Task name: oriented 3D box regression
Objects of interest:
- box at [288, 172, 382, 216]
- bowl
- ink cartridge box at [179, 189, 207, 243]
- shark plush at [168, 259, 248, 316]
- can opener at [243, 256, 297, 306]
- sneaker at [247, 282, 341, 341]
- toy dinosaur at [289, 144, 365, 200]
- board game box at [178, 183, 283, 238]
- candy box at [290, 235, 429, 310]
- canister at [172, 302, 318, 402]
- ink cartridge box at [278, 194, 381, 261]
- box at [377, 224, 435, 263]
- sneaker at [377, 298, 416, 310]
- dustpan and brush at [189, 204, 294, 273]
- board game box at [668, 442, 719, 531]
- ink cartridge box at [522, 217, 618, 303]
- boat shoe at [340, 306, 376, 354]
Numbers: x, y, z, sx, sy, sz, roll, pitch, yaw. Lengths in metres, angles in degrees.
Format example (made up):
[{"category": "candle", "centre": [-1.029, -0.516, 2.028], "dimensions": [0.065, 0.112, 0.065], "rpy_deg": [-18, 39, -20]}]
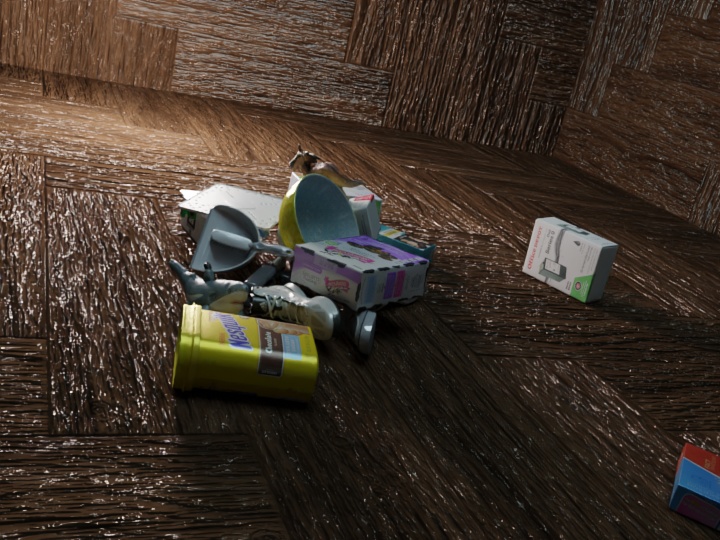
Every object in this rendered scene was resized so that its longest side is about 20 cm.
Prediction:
[{"category": "box", "centre": [-0.070, -0.170, 2.034], "dimensions": [0.196, 0.099, 0.176], "rpy_deg": [6, 18, -24]}, {"category": "bowl", "centre": [-0.101, -0.078, 1.582], "dimensions": [0.106, 0.204, 0.199], "rpy_deg": [-20, -2, 33]}, {"category": "ink cartridge box", "centre": [-0.317, -0.109, 1.731], "dimensions": [0.114, 0.068, 0.200], "rpy_deg": [0, 24, -32]}, {"category": "shark plush", "centre": [-0.257, 0.026, 1.366], "dimensions": [0.089, 0.085, 0.199], "rpy_deg": [-1, 24, -36]}, {"category": "can opener", "centre": [-0.167, 0.016, 1.502], "dimensions": [0.065, 0.054, 0.200], "rpy_deg": [13, 19, 14]}, {"category": "sneaker", "centre": [-0.123, 0.075, 1.346], "dimensions": [0.114, 0.077, 0.199], "rpy_deg": [-3, 16, -37]}, {"category": "toy dinosaur", "centre": [-0.085, -0.207, 1.725], "dimensions": [0.197, 0.138, 0.085], "rpy_deg": [3, 20, 44]}, {"category": "board game box", "centre": [-0.252, -0.128, 1.671], "dimensions": [0.196, 0.026, 0.200], "rpy_deg": [14, 23, 10]}, {"category": "candy box", "centre": [0.000, 0.000, 1.443], "dimensions": [0.166, 0.073, 0.198], "rpy_deg": [23, 20, 36]}, {"category": "canister", "centre": [-0.167, 0.122, 1.159], "dimensions": [0.196, 0.088, 0.149], "rpy_deg": [10, 19, -15]}, {"category": "ink cartridge box", "centre": [-0.063, -0.095, 1.733], "dimensions": [0.196, 0.085, 0.145], "rpy_deg": [-10, 15, 11]}, {"category": "box", "centre": [0.074, -0.065, 1.908], "dimensions": [0.197, 0.050, 0.082], "rpy_deg": [22, 21, 22]}, {"category": "sneaker", "centre": [0.040, 0.020, 1.606], "dimensions": [0.111, 0.075, 0.198], "rpy_deg": [29, 26, 35]}, {"category": "dustpan and brush", "centre": [-0.218, -0.049, 1.520], "dimensions": [0.196, 0.142, 0.057], "rpy_deg": [15, -19, 4]}, {"category": "board game box", "centre": [0.549, 0.332, 1.133], "dimensions": [0.197, 0.041, 0.152], "rpy_deg": [22, 20, 21]}, {"category": "ink cartridge box", "centre": [0.512, -0.029, 1.961], "dimensions": [0.083, 0.149, 0.199], "rpy_deg": [-7, 26, -43]}, {"category": "boat shoe", "centre": [-0.007, 0.088, 1.390], "dimensions": [0.064, 0.074, 0.200], "rpy_deg": [8, 18, -1]}]
